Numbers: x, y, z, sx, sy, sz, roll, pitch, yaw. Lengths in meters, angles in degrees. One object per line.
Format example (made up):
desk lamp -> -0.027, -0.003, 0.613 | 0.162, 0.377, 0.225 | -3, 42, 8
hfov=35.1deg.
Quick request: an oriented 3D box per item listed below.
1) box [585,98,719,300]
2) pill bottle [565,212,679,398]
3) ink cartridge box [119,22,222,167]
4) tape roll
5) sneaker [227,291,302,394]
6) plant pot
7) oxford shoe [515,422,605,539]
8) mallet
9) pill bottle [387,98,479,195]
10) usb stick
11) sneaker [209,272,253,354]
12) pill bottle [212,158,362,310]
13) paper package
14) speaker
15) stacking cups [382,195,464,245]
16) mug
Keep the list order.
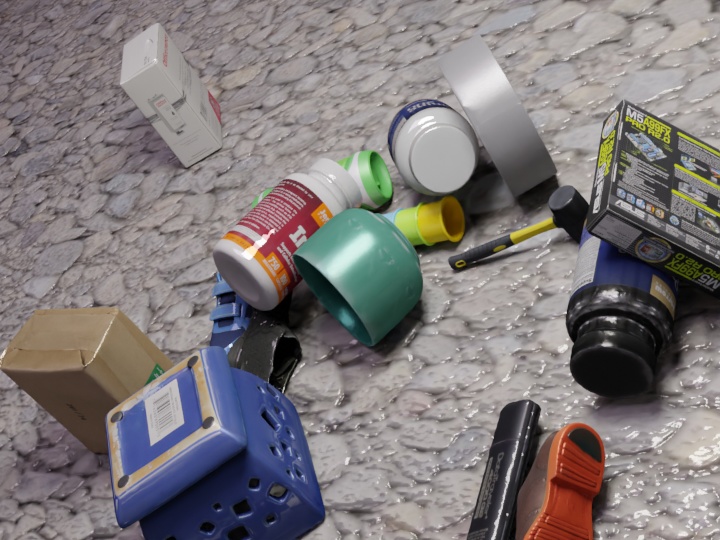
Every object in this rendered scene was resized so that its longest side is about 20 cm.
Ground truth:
box -> 0.335, -0.067, 1.173 | 0.044, 0.197, 0.162 | -53, 15, 51
pill bottle -> 0.274, 0.026, 1.184 | 0.110, 0.112, 0.202 | -10, 44, 32
ink cartridge box -> -0.327, -0.305, 1.979 | 0.082, 0.201, 0.148 | -27, 37, 13
tape roll -> 0.172, -0.194, 1.434 | 0.065, 0.201, 0.202 | -30, 37, 9
sneaker -> -0.110, 0.088, 1.495 | 0.103, 0.060, 0.202 | 1, 56, 41
plant pot -> -0.179, 0.220, 1.306 | 0.198, 0.180, 0.201 | -34, 36, 7
oxford shoe -> 0.180, 0.247, 1.084 | 0.072, 0.070, 0.202 | -38, 26, 61
mallet -> 0.187, -0.047, 1.377 | 0.197, 0.066, 0.042 | -16, 39, 28
pill bottle -> 0.095, -0.160, 1.485 | 0.110, 0.112, 0.200 | -34, 14, 5
usb stick -> 0.142, 0.220, 1.149 | 0.055, 0.032, 0.202 | -32, 29, 49
sneaker -> -0.174, 0.042, 1.576 | 0.073, 0.083, 0.202 | -11, 46, 30
pill bottle -> -0.091, -0.053, 1.496 | 0.112, 0.114, 0.200 | 16, 55, 48
paper package -> -0.339, 0.148, 1.501 | 0.188, 0.201, 0.104 | -3, 47, 39
speaker -> -0.056, -0.103, 1.628 | 0.197, 0.089, 0.089 | -20, 39, 23
stacking cups -> 0.041, -0.050, 1.514 | 0.197, 0.061, 0.061 | -12, 43, 35
mug -> -0.002, -0.006, 1.420 | 0.114, 0.153, 0.184 | -41, 36, -11
